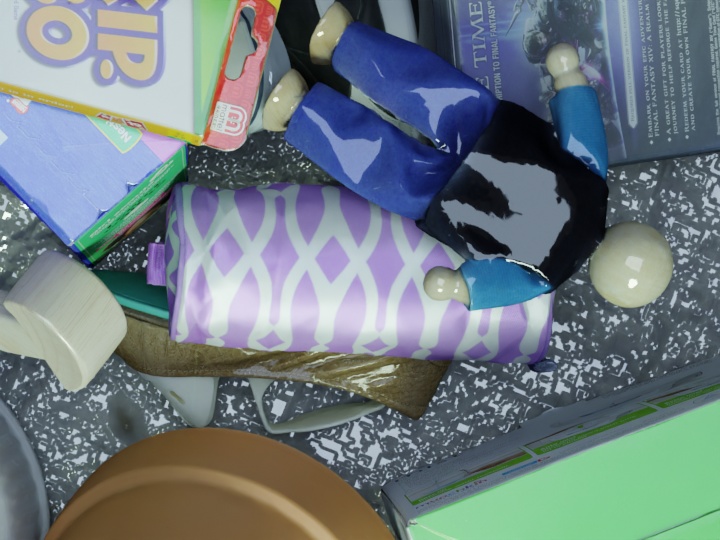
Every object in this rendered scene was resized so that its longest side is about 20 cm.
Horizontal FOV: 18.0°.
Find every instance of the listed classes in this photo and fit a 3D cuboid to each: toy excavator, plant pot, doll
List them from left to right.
[{"bbox_3d":[-0.220,-0.011,1.083,0.200,0.194,0.100,43,59,-13],"label":"toy excavator"},{"bbox_3d":[-0.082,0.191,1.060,0.198,0.140,0.202,6,109,17],"label":"plant pot"},{"bbox_3d":[0.059,-0.049,1.052,0.199,0.048,0.137,33,78,7],"label":"doll"}]

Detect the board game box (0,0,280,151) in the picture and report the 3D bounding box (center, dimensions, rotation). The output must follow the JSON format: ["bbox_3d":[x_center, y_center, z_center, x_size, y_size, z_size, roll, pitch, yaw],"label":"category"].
[{"bbox_3d":[-0.134,-0.121,0.965,0.198,0.030,0.096,15,83,-8],"label":"board game box"}]

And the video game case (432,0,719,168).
[{"bbox_3d":[0.124,-0.124,1.133,0.199,0.019,0.144,-9,98,-28],"label":"video game case"}]

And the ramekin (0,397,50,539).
[{"bbox_3d":[-0.252,0.131,1.108,0.198,0.105,0.202,0,89,-4],"label":"ramekin"}]

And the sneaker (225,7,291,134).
[{"bbox_3d":[-0.102,-0.151,1.108,0.070,0.073,0.201,-4,52,-43],"label":"sneaker"}]

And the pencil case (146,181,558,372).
[{"bbox_3d":[0.000,0.000,1.095,0.198,0.085,0.085,5,97,-10],"label":"pencil case"}]

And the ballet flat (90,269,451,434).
[{"bbox_3d":[-0.053,0.046,1.151,0.198,0.068,0.073,5,107,-7],"label":"ballet flat"}]

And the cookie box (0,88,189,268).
[{"bbox_3d":[-0.162,-0.088,1.072,0.075,0.200,0.171,-43,91,-4],"label":"cookie box"}]

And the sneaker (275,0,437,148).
[{"bbox_3d":[-0.015,-0.101,1.156,0.111,0.073,0.202,-5,105,21],"label":"sneaker"}]

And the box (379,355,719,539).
[{"bbox_3d":[0.120,0.116,1.096,0.199,0.176,0.097,-21,90,-4],"label":"box"}]
